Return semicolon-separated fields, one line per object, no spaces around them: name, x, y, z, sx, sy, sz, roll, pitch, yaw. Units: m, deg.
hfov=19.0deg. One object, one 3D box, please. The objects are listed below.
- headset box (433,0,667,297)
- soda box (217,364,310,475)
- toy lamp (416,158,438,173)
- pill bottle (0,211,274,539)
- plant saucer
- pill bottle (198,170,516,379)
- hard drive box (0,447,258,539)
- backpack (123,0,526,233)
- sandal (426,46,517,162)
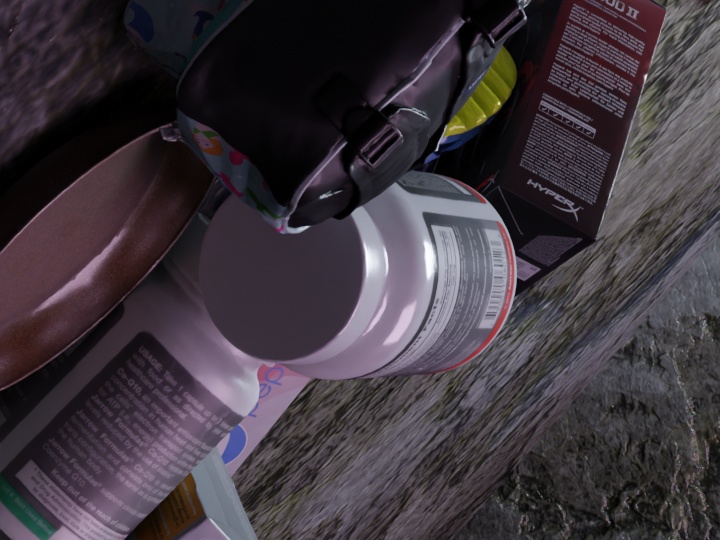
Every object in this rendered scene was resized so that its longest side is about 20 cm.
headset box;0.114;-0.093;1.389;0.149;0.075;0.201;-39;-153;60
soda box;-0.088;0.071;1.432;0.070;0.064;0.200;19;123;-33
toy lamp;-0.018;-0.018;1.457;0.200;0.058;0.058;-49;167;27
pill bottle;-0.130;0.070;1.238;0.200;0.113;0.113;-45;167;2
plant saucer;-0.152;-0.013;1.100;0.200;0.032;0.200;-42;166;-13
pill bottle;0.000;0.000;1.160;0.116;0.116;0.200;-49;161;16
hard drive box;-0.167;0.188;1.322;0.200;0.156;0.077;-38;124;4
backpack;-0.011;-0.107;0.975;0.178;0.150;0.200;-46;171;-4
sandal;0.009;-0.082;1.313;0.199;0.080;0.087;-32;167;-20
